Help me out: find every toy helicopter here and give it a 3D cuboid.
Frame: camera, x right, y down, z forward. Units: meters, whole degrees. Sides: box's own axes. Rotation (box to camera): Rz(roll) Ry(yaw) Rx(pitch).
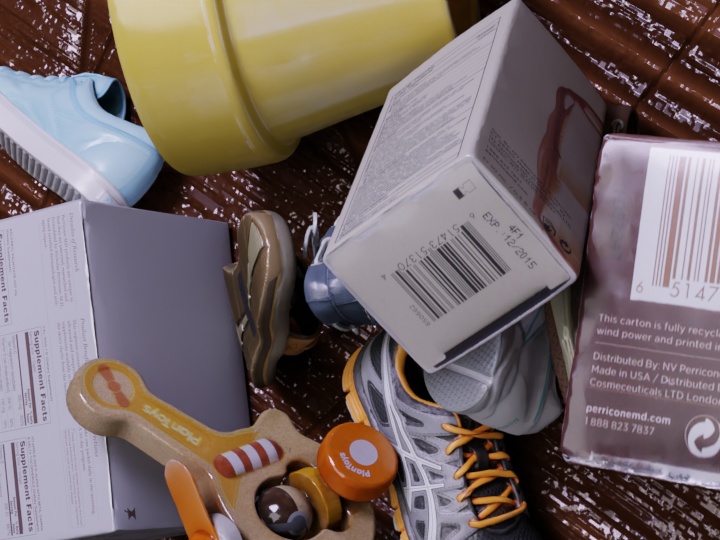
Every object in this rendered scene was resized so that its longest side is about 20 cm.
[{"bbox_3d":[-0.085,0.120,1.155,0.199,0.132,0.079,31,135,2],"label":"toy helicopter"}]

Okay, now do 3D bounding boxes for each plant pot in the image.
[{"bbox_3d":[-0.032,-0.169,1.211,0.187,0.201,0.202,-9,81,14],"label":"plant pot"}]

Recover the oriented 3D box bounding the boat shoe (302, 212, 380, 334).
[{"bbox_3d":[0.000,0.000,1.167,0.061,0.200,0.075,-13,100,3],"label":"boat shoe"}]

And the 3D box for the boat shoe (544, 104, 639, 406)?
[{"bbox_3d":[0.145,0.001,1.152,0.074,0.075,0.204,-12,81,21],"label":"boat shoe"}]

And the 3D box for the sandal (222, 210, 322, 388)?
[{"bbox_3d":[-0.048,0.017,1.219,0.054,0.200,0.081,-11,72,-12],"label":"sandal"}]

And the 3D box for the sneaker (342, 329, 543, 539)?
[{"bbox_3d":[0.056,0.112,1.179,0.201,0.078,0.077,58,142,21],"label":"sneaker"}]

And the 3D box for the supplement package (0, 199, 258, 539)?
[{"bbox_3d":[-0.158,0.070,1.276,0.110,0.155,0.202,-12,80,31],"label":"supplement package"}]

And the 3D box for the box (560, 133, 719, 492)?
[{"bbox_3d":[0.223,0.028,1.028,0.165,0.200,0.166,7,89,31],"label":"box"}]

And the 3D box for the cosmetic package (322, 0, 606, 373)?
[{"bbox_3d":[0.060,-0.048,1.056,0.103,0.200,0.087,-35,108,28],"label":"cosmetic package"}]

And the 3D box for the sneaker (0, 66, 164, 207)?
[{"bbox_3d":[-0.201,-0.104,1.379,0.082,0.074,0.200,-44,57,-13],"label":"sneaker"}]

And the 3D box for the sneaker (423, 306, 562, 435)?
[{"bbox_3d":[0.082,0.006,1.187,0.070,0.080,0.202,-21,52,38],"label":"sneaker"}]
